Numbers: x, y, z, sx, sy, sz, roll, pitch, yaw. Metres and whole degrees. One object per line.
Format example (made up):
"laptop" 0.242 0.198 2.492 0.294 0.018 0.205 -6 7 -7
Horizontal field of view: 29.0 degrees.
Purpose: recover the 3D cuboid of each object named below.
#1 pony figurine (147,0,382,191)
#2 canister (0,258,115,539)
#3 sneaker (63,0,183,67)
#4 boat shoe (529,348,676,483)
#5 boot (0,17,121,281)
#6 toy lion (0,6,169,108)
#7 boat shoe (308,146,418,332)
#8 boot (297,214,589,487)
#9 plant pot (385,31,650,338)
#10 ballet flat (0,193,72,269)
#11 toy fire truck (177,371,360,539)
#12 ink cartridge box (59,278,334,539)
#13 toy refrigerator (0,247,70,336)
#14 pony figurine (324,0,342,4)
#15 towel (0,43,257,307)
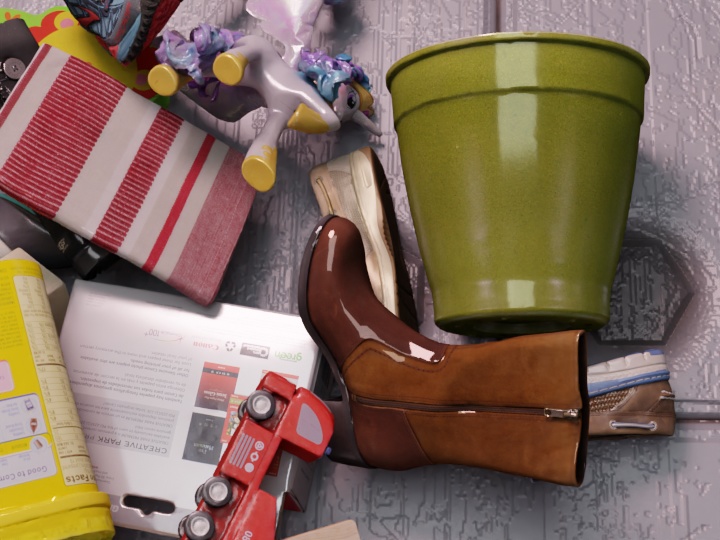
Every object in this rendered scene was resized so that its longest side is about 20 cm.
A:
"pony figurine" -0.079 -0.157 1.085 0.193 0.200 0.167 43 117 5
"canister" -0.263 0.104 0.947 0.148 0.087 0.201 -12 72 -21
"sneaker" -0.199 -0.215 1.077 0.095 0.200 0.080 39 81 -20
"boat shoe" 0.135 0.116 1.017 0.199 0.072 0.073 -16 78 6
"boot" -0.220 -0.113 1.099 0.200 0.066 0.165 50 51 4
"toy lion" -0.270 -0.160 1.180 0.199 0.069 0.192 31 67 15
"boat shoe" 0.000 0.000 1.082 0.065 0.072 0.201 -15 65 10
"boot" 0.057 0.052 0.954 0.199 0.068 0.190 -2 93 32
"plant pot" 0.119 -0.052 1.034 0.199 0.200 0.195 -1 79 5
"ballet flat" -0.314 -0.038 1.128 0.199 0.073 0.073 31 74 23
"toy fire truck" -0.050 0.185 0.940 0.140 0.049 0.201 29 72 -6
"ink cartridge box" -0.133 0.115 1.039 0.198 0.084 0.177 9 71 10
"toy refrigerator" -0.312 0.074 1.045 0.070 0.076 0.200 32 57 33
"pony figurine" -0.040 -0.327 1.178 0.192 0.166 0.202 8 85 15
"towel" -0.177 -0.073 1.039 0.199 0.023 0.145 30 47 -13
